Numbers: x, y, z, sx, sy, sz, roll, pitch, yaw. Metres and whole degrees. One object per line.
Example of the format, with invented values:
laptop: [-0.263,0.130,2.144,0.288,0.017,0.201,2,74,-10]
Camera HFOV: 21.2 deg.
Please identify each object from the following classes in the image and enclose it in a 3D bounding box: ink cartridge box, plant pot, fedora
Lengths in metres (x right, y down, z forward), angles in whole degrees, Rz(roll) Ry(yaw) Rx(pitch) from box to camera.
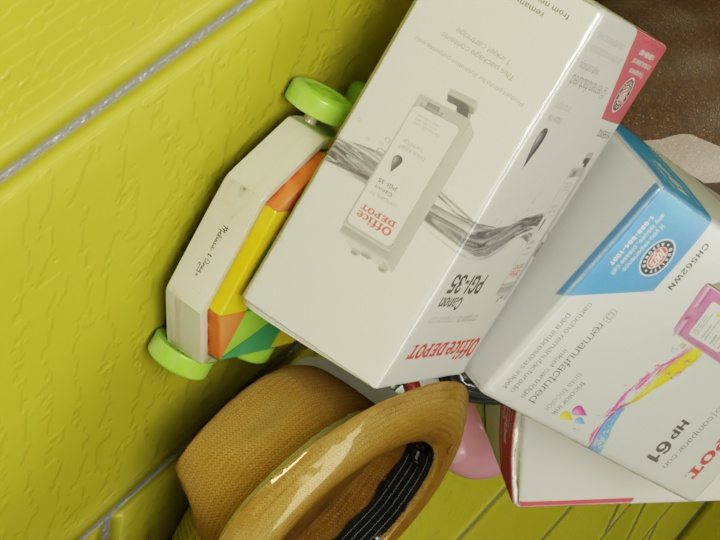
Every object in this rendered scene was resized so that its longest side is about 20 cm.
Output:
ink cartridge box: [0.048,-0.048,0.917,0.200,0.083,0.147,-59,163,10]
plant pot: [0.147,-0.088,1.120,0.200,0.187,0.187,-8,132,-45]
ink cartridge box: [0.156,0.076,1.290,0.200,0.146,0.083,-107,-164,-69]
fedora: [-0.033,0.107,0.978,0.201,0.082,0.201,-40,157,-20]
ink cartridge box: [0.155,0.024,1.050,0.200,0.085,0.145,28,108,-42]

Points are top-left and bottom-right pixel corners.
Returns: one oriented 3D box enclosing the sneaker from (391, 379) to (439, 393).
sneaker: [0.028,0.052,1.187,0.115,0.076,0.201,-51,164,-20]

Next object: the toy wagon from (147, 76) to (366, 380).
toy wagon: [-0.028,-0.021,0.971,0.155,0.040,0.200,-60,162,15]

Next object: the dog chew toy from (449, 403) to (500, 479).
dog chew toy: [0.125,0.095,1.460,0.200,0.125,0.125,-28,149,-42]

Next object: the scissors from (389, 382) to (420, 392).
scissors: [0.000,0.000,1.106,0.014,0.073,0.200,-30,127,-33]

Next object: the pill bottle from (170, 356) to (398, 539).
pill bottle: [-0.046,0.155,1.118,0.200,0.112,0.112,-62,161,19]

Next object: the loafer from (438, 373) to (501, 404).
loafer: [0.120,0.041,1.166,0.200,0.068,0.070,-16,176,-36]
